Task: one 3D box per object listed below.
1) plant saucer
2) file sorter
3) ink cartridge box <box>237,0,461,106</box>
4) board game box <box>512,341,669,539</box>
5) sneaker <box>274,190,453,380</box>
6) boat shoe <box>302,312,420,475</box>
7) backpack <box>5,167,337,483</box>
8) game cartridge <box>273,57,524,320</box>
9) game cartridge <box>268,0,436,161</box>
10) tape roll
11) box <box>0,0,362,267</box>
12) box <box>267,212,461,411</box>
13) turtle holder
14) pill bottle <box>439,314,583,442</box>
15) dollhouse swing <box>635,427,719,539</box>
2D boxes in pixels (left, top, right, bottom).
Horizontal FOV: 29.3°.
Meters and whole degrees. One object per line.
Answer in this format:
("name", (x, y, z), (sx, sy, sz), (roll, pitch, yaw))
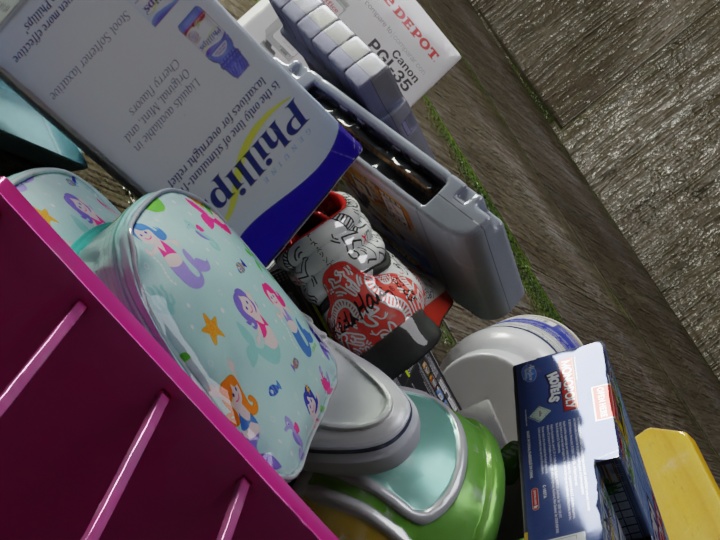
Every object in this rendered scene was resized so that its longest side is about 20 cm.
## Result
("plant saucer", (-0.240, -0.108, 0.809), (0.200, 0.019, 0.070), (25, 32, -60))
("file sorter", (-0.125, 0.100, 0.488), (0.200, 0.139, 0.125), (49, 18, -13))
("ink cartridge box", (-0.039, -0.162, 1.133), (0.147, 0.200, 0.083), (49, -19, -12))
("board game box", (0.151, 0.183, 0.811), (0.200, 0.061, 0.200), (-85, 154, -54))
("sneaker", (0.001, 0.000, 0.853), (0.108, 0.067, 0.201), (54, 7, -4))
("boat shoe", (-0.060, 0.048, 0.751), (0.200, 0.074, 0.067), (19, -38, 26))
("backpack", (-0.114, 0.046, 0.632), (0.200, 0.151, 0.178), (46, 19, -6))
("game cartridge", (0.020, -0.050, 0.904), (0.200, 0.042, 0.133), (39, -16, 30))
("game cartridge", (0.008, -0.104, 0.977), (0.130, 0.038, 0.200), (55, -2, 38))
("tape roll", (0.110, 0.185, 0.935), (0.203, 0.037, 0.203), (-22, 90, -88))
("box", (-0.128, -0.111, 0.793), (0.200, 0.105, 0.184), (44, -5, -31))
("box", (-0.001, 0.063, 0.967), (0.200, 0.044, 0.160), (61, 23, -12))
("turtle holder", (0.005, 0.152, 0.787), (0.132, 0.141, 0.186), (30, 64, -20))
("pill bottle", (0.129, 0.105, 1.196), (0.120, 0.120, 0.200), (55, 17, 8))
("dollhouse swing", (0.235, 0.256, 1.037), (0.182, 0.200, 0.176), (45, 18, -24))
